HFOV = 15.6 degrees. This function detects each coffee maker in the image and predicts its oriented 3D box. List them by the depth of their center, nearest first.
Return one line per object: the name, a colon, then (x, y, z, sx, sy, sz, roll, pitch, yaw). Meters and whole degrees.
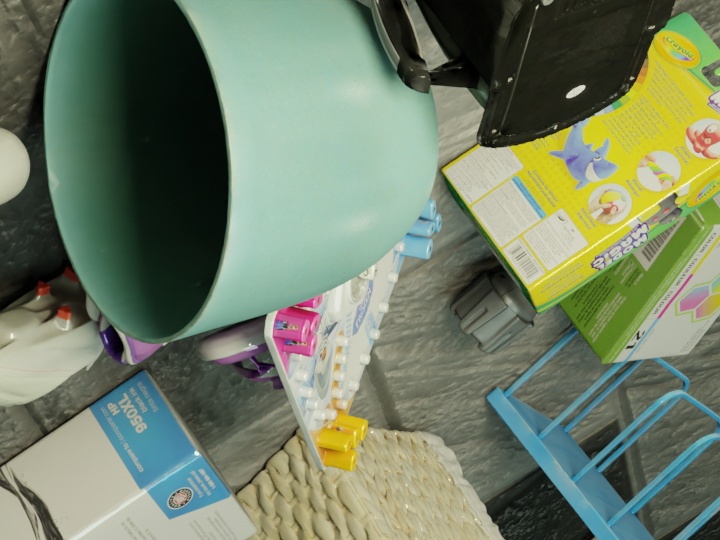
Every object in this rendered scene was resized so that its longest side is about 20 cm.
coffee maker: (0.075, -0.200, 1.385, 0.134, 0.200, 0.192, -6, 142, -44)

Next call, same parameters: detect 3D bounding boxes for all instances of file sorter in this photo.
file sorter: (0.222, 0.145, 2.040, 0.123, 0.200, 0.139, -43, 150, 10)

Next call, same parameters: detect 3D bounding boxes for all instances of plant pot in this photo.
plant pot: (-0.056, -0.071, 1.429, 0.160, 0.201, 0.201, -9, 142, -34)

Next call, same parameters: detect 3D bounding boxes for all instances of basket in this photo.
basket: (-0.006, 0.241, 1.953, 0.198, 0.200, 0.161, -47, 143, 20)

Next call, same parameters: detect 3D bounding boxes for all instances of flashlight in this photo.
flashlight: (0.152, -0.020, 1.865, 0.200, 0.068, 0.068, -40, 121, 11)

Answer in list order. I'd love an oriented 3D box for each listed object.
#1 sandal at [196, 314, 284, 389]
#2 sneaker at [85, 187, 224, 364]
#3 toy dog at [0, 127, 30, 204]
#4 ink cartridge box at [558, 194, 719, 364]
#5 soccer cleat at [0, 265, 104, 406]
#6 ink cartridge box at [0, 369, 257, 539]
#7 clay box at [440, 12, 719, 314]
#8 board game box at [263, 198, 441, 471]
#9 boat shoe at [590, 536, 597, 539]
sandal: (-0.049, 0.049, 1.686, 0.082, 0.050, 0.203, -22, 180, 10)
sneaker: (-0.108, 0.009, 1.609, 0.114, 0.073, 0.200, -46, 160, 8)
toy dog: (-0.276, -0.045, 1.389, 0.132, 0.096, 0.200, -54, 159, 16)
ink cartridge box: (0.266, -0.011, 1.981, 0.199, 0.076, 0.148, -3, 137, -42)
soccer cleat: (-0.232, 0.058, 1.576, 0.199, 0.069, 0.078, -17, 140, -34)
ink cartridge box: (-0.188, 0.178, 1.779, 0.200, 0.084, 0.145, -34, 150, -4)
clay box: (0.168, -0.074, 1.751, 0.200, 0.115, 0.048, -33, 151, -3)
board game box: (0.000, 0.000, 1.649, 0.200, 0.026, 0.201, 72, 34, -60)
boat shoe: (0.236, 0.289, 2.403, 0.068, 0.072, 0.201, -40, 152, -38)
